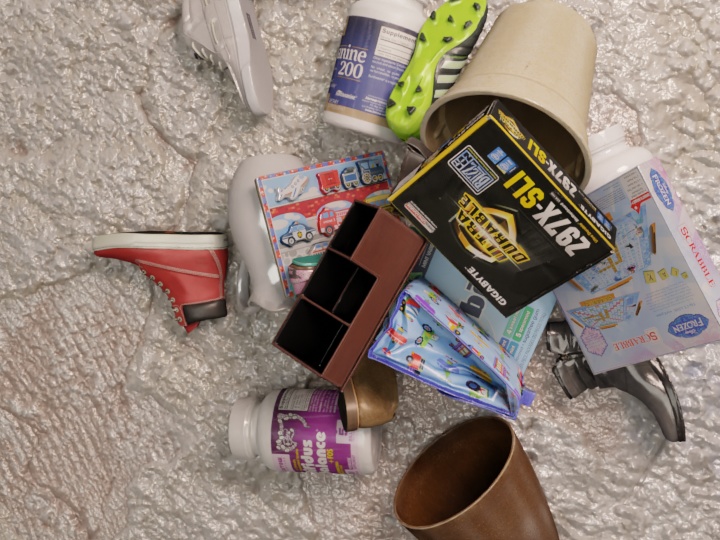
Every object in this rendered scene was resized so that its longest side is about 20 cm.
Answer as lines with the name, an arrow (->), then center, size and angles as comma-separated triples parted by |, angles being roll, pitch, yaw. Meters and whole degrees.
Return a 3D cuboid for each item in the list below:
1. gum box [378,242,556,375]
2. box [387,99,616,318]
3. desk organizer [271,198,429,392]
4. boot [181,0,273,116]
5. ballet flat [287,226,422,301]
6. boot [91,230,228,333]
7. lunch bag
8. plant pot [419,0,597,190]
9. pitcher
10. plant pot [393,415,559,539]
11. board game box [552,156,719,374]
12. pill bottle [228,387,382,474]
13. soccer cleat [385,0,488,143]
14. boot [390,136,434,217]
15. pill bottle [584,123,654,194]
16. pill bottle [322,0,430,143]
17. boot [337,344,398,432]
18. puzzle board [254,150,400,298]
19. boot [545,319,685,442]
gum box -> 0.140, 0.061, 1.008 | 0.198, 0.045, 0.172 | 23, 100, 7
box -> 0.154, -0.060, 0.823 | 0.200, 0.049, 0.159 | 44, 128, -11
desk organizer -> -0.013, 0.025, 0.866 | 0.077, 0.072, 0.201 | 31, 87, -30
boot -> -0.184, -0.297, 1.025 | 0.095, 0.073, 0.203 | -14, 85, 18
ballet flat -> 0.000, 0.000, 0.945 | 0.198, 0.069, 0.072 | -17, 113, -29
boot -> -0.286, 0.016, 1.074 | 0.197, 0.072, 0.146 | 3, 98, 7
lunch bag -> 0.125, 0.100, 0.915 | 0.199, 0.151, 0.095 | 31, 101, 7
plant pot -> 0.193, -0.205, 0.885 | 0.198, 0.201, 0.185 | 21, 65, 8
pitcher -> -0.128, -0.043, 1.018 | 0.171, 0.120, 0.203 | -10, 83, 50
plant pot -> 0.175, 0.328, 0.978 | 0.186, 0.187, 0.201 | -35, 104, 12
board game box -> 0.301, 0.004, 0.862 | 0.041, 0.200, 0.201 | -22, 84, -31
pill bottle -> -0.074, 0.219, 1.032 | 0.197, 0.112, 0.114 | -1, 96, 11
soccer cleat -> 0.094, -0.246, 0.919 | 0.067, 0.081, 0.201 | 28, 82, 23
boot -> 0.119, -0.059, 0.920 | 0.172, 0.069, 0.202 | 17, 132, 16
pill bottle -> 0.323, -0.073, 0.925 | 0.110, 0.111, 0.202 | -23, 91, 12
pill bottle -> 0.027, -0.273, 0.959 | 0.110, 0.111, 0.202 | 17, 99, 9
boot -> -0.001, 0.118, 0.999 | 0.074, 0.074, 0.202 | -5, 51, -11
puzzle board -> -0.029, -0.065, 0.973 | 0.198, 0.017, 0.153 | -17, 94, -33
boot -> 0.327, 0.142, 0.977 | 0.131, 0.070, 0.202 | -25, 81, 16
